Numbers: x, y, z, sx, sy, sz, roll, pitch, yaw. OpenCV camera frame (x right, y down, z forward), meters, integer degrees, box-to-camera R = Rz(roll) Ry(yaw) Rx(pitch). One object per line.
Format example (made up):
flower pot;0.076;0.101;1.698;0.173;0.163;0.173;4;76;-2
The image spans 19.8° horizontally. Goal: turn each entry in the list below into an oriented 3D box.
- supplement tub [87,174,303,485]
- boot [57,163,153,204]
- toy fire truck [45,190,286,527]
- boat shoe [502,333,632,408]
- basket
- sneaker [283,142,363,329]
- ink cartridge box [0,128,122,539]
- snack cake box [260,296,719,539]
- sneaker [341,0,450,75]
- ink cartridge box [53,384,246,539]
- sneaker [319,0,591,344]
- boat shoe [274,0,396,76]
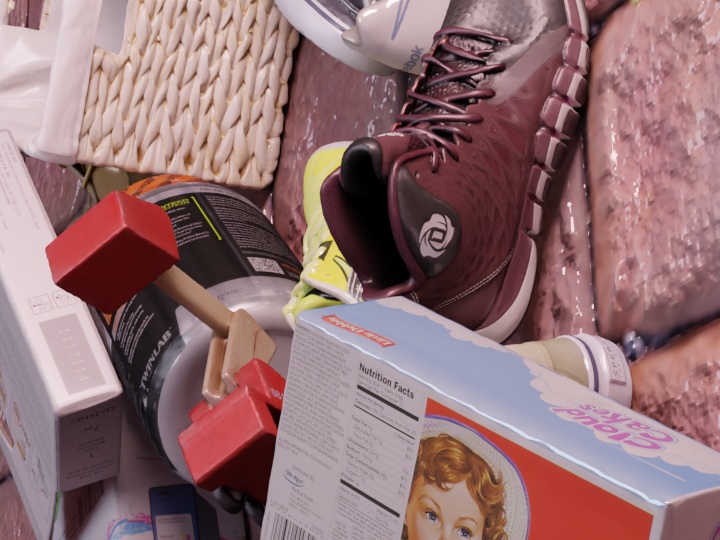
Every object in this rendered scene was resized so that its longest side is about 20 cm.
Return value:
supplement tub;-0.085;0.028;1.168;0.200;0.122;0.123;53;129;56
boot;-0.216;-0.093;1.436;0.073;0.155;0.200;-56;35;41
toy fire truck;-0.057;0.056;1.011;0.049;0.200;0.141;-38;51;16
boat shoe;0.052;0.105;0.929;0.200;0.062;0.072;-66;30;29
basket;-0.141;-0.163;1.299;0.200;0.161;0.198;23;103;64
sneaker;0.000;0.000;1.036;0.075;0.076;0.200;-65;31;32
ink cartridge box;-0.198;0.046;1.238;0.176;0.045;0.200;103;146;-54
snack cake box;0.054;0.098;0.829;0.200;0.067;0.115;26;113;40
sneaker;0.031;-0.188;1.037;0.075;0.087;0.200;139;134;-56
ink cartridge box;-0.134;0.192;1.258;0.145;0.087;0.200;-54;35;45
sneaker;0.039;-0.068;0.925;0.076;0.115;0.200;2;81;38
boat shoe;-0.009;-0.198;1.141;0.091;0.071;0.200;-56;38;30
